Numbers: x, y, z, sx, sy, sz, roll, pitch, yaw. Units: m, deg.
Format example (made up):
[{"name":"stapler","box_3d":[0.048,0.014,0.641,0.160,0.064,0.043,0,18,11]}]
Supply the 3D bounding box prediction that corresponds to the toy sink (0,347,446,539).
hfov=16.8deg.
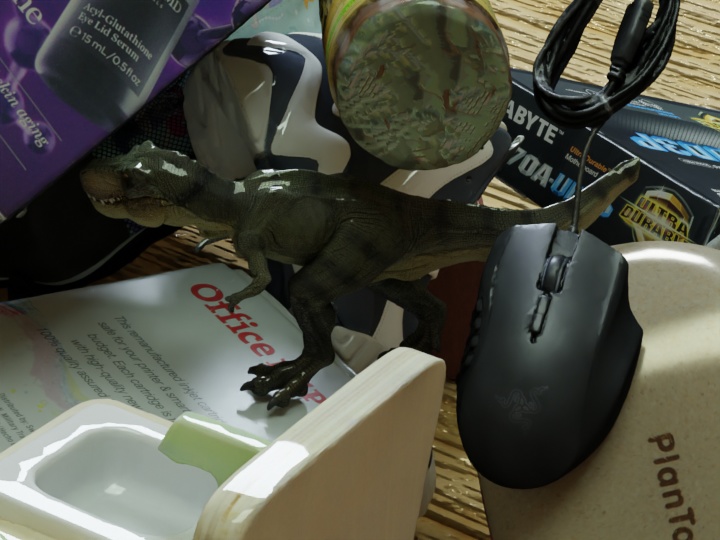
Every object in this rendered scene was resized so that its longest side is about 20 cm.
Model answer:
[{"name":"toy sink","box_3d":[-0.067,0.112,0.685,0.112,0.201,0.130,20,25,19]}]

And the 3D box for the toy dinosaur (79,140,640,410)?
[{"name":"toy dinosaur","box_3d":[0.000,0.000,0.862,0.199,0.088,0.047,2,26,-15]}]

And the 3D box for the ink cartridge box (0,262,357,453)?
[{"name":"ink cartridge box","box_3d":[-0.099,0.079,0.867,0.199,0.083,0.146,-10,34,-34]}]

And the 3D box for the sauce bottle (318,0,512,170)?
[{"name":"sauce bottle","box_3d":[0.015,-0.095,0.903,0.064,0.065,0.200,5,19,-6]}]

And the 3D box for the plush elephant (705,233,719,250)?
[{"name":"plush elephant","box_3d":[0.196,0.043,0.965,0.165,0.154,0.201,34,35,-58]}]

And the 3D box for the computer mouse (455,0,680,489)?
[{"name":"computer mouse","box_3d":[0.074,-0.022,0.832,0.058,0.034,0.201,9,71,12]}]

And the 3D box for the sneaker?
[{"name":"sneaker","box_3d":[0.021,-0.008,0.966,0.129,0.079,0.200,-17,76,-26]}]

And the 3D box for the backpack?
[{"name":"backpack","box_3d":[-0.109,-0.083,1.053,0.200,0.151,0.177,-27,17,-37]}]

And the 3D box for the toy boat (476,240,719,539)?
[{"name":"toy boat","box_3d":[0.113,0.093,0.872,0.130,0.131,0.201,-13,68,3]}]

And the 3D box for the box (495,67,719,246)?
[{"name":"box","box_3d":[0.162,-0.033,1.124,0.200,0.046,0.159,7,22,-44]}]

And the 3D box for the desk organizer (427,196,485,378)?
[{"name":"desk organizer","box_3d":[0.008,-0.032,1.115,0.077,0.072,0.200,7,29,-8]}]

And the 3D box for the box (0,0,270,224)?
[{"name":"box","box_3d":[-0.128,-0.114,0.877,0.200,0.148,0.104,-45,12,-34]}]
